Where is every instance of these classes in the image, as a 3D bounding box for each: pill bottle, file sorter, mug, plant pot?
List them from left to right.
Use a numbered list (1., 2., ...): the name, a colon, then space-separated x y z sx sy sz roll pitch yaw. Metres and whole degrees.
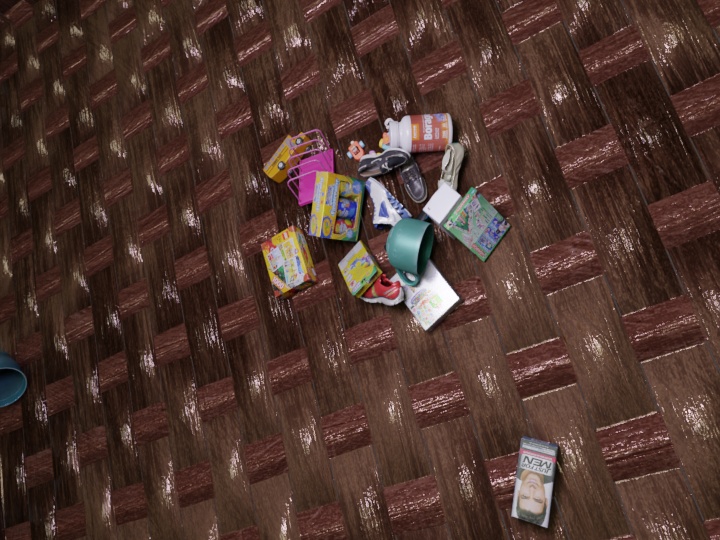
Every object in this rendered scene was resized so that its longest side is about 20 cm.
1. plant pot: -1.600 0.462 2.323 0.187 0.198 0.204 36 96 40
2. file sorter: -0.173 -0.357 1.806 0.134 0.126 0.206 -15 54 17
3. mug: 0.138 -0.060 1.570 0.111 0.151 0.192 15 87 21
4. pill bottle: 0.188 -0.432 1.665 0.191 0.112 0.117 -4 78 0

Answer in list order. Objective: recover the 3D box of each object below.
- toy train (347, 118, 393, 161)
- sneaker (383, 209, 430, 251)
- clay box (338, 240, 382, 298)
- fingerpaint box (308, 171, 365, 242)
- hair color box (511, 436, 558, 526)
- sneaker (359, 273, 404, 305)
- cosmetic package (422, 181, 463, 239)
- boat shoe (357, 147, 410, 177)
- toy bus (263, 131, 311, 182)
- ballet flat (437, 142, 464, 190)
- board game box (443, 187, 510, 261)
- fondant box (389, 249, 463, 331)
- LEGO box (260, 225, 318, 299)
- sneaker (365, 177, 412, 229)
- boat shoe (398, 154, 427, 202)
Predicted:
1. toy train: 0.044 -0.429 1.795 0.197 0.055 0.153 -35 69 16
2. sneaker: 0.151 -0.124 1.683 0.082 0.073 0.202 40 98 23
3. clay box: 0.000 0.000 1.689 0.115 0.047 0.202 -46 32 12
4. fingerpaint box: -0.075 -0.206 1.724 0.072 0.163 0.209 13 96 49
5. hair color box: 0.472 0.567 1.425 0.096 0.060 0.208 7 85 25
6. sneaker: 0.064 0.053 1.662 0.196 0.076 0.088 4 107 47
7. cosmetic package: 0.265 -0.174 1.570 0.071 0.199 0.102 42 98 24
8. boat shoe: 0.072 -0.342 1.695 0.194 0.074 0.062 -1 61 35
9. toy bus: -0.265 -0.419 1.929 0.078 0.065 0.201 44 100 26
10. ballet flat: 0.271 -0.294 1.639 0.067 0.069 0.208 14 101 25
11. board game box: 0.342 -0.130 1.535 0.136 0.198 0.029 -52 38 6
12. fondant box: 0.202 0.062 1.637 0.144 0.058 0.202 -42 66 13
13. LEGO box: -0.249 -0.025 1.846 0.146 0.077 0.206 -26 71 18
14. sneaker: 0.067 -0.204 1.732 0.116 0.080 0.200 -47 68 7
15. boat shoe: 0.160 -0.318 1.717 0.070 0.064 0.207 -22 72 20
